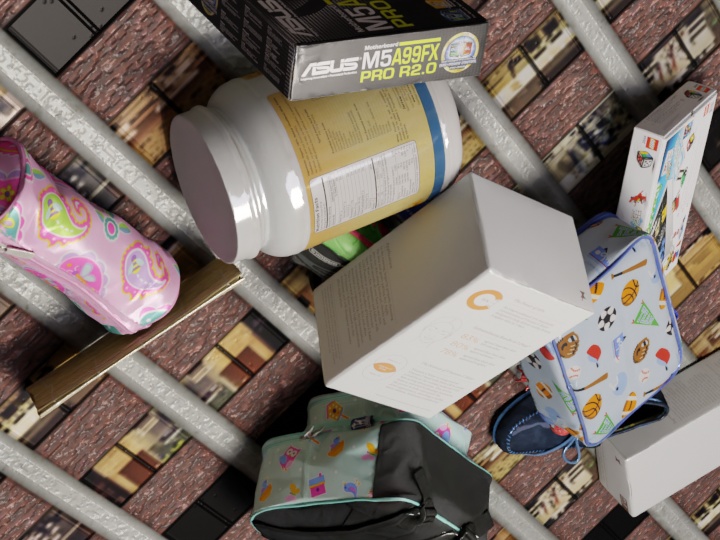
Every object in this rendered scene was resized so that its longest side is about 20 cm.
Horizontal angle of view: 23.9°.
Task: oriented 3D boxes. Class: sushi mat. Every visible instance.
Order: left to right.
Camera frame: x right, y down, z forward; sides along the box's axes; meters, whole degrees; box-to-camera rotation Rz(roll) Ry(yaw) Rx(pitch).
[{"bbox_3d":[-0.185,0.052,1.388,0.200,0.096,0.012,-34,104,-8],"label":"sushi mat"}]

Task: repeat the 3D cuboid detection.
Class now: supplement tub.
[{"bbox_3d":[-0.035,-0.097,1.341,0.199,0.145,0.145,-22,132,-19],"label":"supplement tub"}]

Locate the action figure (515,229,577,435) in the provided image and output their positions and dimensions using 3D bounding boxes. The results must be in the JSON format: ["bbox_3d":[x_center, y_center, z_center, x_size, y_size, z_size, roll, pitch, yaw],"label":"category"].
[{"bbox_3d":[0.182,0.060,1.660,0.065,0.099,0.201,-13,107,-55],"label":"action figure"}]

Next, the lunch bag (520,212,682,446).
[{"bbox_3d":[0.221,0.055,1.558,0.160,0.075,0.201,-40,134,-21],"label":"lunch bag"}]

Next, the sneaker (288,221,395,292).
[{"bbox_3d":[0.000,0.000,1.503,0.083,0.077,0.200,-19,145,21],"label":"sneaker"}]

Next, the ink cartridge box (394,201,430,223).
[{"bbox_3d":[0.076,-0.021,1.509,0.037,0.095,0.200,-45,135,2],"label":"ink cartridge box"}]

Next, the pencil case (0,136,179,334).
[{"bbox_3d":[-0.227,-0.021,1.305,0.087,0.087,0.200,-47,138,4],"label":"pencil case"}]

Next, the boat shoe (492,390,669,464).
[{"bbox_3d":[0.233,0.147,1.759,0.199,0.069,0.084,-20,131,-22],"label":"boat shoe"}]

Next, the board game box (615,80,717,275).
[{"bbox_3d":[0.283,-0.068,1.624,0.126,0.034,0.201,-37,143,-47],"label":"board game box"}]

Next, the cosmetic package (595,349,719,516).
[{"bbox_3d":[0.356,0.173,1.863,0.199,0.074,0.102,-26,133,-14],"label":"cosmetic package"}]

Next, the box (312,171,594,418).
[{"bbox_3d":[0.073,0.025,1.399,0.124,0.098,0.200,20,138,-37],"label":"box"}]

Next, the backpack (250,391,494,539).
[{"bbox_3d":[0.003,0.196,1.567,0.199,0.154,0.176,-19,146,30],"label":"backpack"}]

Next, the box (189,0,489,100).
[{"bbox_3d":[-0.025,-0.195,1.237,0.160,0.200,0.044,-10,126,-28],"label":"box"}]
